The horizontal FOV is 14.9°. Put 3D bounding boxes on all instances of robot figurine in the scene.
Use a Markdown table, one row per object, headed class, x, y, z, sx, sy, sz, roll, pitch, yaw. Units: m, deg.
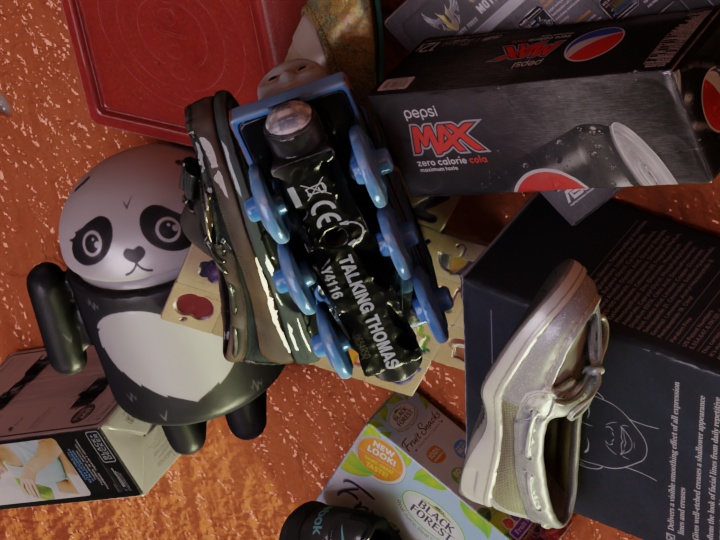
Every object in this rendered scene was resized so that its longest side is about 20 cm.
| class | x | y | z | sx | sy | sz | roll | pitch | yaw |
| --- | --- | --- | --- | --- | --- | --- | --- | --- | --- |
| robot figurine | -0.115 | 0.018 | 1.737 | 0.125 | 0.150 | 0.201 | 22 | 138 | 47 |

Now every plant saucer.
| class | x | y | z | sx | sy | sz | roll | pitch | yaw |
| --- | --- | --- | --- | --- | --- | --- | --- | --- | --- |
| plant saucer | -0.108 | -0.149 | 1.658 | 0.199 | 0.037 | 0.200 | 15 | 132 | 32 |

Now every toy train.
| class | x | y | z | sx | sy | sz | roll | pitch | yaw |
| --- | --- | --- | --- | --- | --- | --- | --- | --- | --- |
| toy train | -0.011 | -0.029 | 1.527 | 0.086 | 0.114 | 0.200 | -20 | 129 | 6 |

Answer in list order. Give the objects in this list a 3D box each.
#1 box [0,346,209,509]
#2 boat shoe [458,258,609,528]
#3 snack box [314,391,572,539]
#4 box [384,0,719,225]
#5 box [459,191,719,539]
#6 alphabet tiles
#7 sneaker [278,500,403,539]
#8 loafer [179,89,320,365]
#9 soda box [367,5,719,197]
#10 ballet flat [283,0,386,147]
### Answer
| class | x | y | z | sx | sy | sz | roll | pitch | yaw |
| --- | --- | --- | --- | --- | --- | --- | --- | --- | --- |
| box | -0.197 | 0.103 | 1.890 | 0.200 | 0.117 | 0.060 | -10 | 120 | 43 |
| boat shoe | 0.102 | 0.069 | 1.479 | 0.065 | 0.075 | 0.202 | 27 | 141 | 11 |
| snack box | 0.036 | 0.181 | 1.808 | 0.142 | 0.053 | 0.200 | 38 | 140 | 5 |
| box | 0.125 | -0.132 | 1.466 | 0.158 | 0.048 | 0.200 | 47 | 140 | -2 |
| box | 0.167 | 0.062 | 1.553 | 0.199 | 0.107 | 0.149 | 20 | 135 | 25 |
| alphabet tiles | 0.000 | 0.000 | 1.635 | 0.199 | 0.008 | 0.167 | 17 | 131 | -12 |
| sneaker | 0.022 | 0.235 | 1.768 | 0.079 | 0.075 | 0.200 | -15 | 114 | 44 |
| loafer | -0.074 | -0.015 | 1.573 | 0.063 | 0.072 | 0.200 | -12 | 132 | 9 |
| soda box | 0.105 | -0.085 | 1.436 | 0.199 | 0.063 | 0.071 | -2 | 122 | 42 |
| ballet flat | -0.017 | -0.093 | 1.596 | 0.070 | 0.071 | 0.201 | 19 | 136 | 27 |
